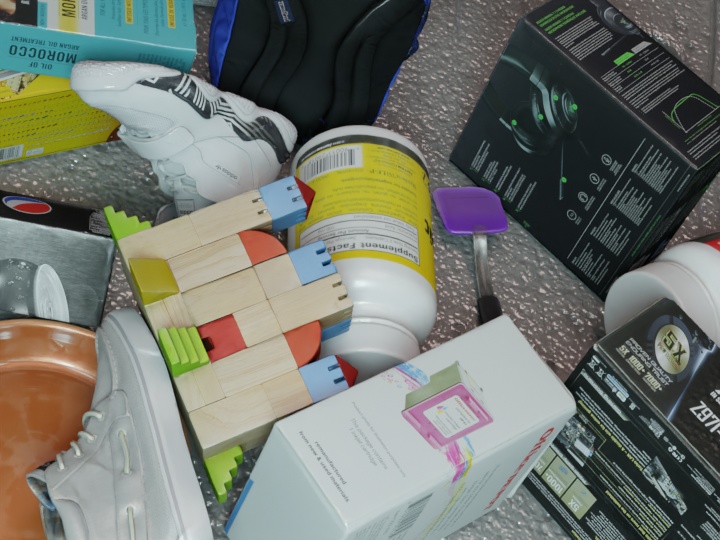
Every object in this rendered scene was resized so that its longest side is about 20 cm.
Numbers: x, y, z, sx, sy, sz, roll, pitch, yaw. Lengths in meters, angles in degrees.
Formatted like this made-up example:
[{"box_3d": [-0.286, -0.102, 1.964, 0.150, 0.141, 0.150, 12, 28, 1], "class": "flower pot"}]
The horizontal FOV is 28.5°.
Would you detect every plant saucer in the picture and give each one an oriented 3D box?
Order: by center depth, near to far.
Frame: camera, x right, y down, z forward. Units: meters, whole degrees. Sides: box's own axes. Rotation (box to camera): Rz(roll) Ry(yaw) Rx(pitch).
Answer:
[{"box_3d": [-0.210, 0.122, 0.916, 0.199, 0.032, 0.201, 12, 50, -14], "class": "plant saucer"}]

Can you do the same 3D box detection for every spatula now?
[{"box_3d": [0.101, 0.006, 1.139, 0.056, 0.021, 0.201, -3, 56, -9], "class": "spatula"}]

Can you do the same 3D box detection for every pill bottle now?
[{"box_3d": [0.000, 0.000, 1.045, 0.111, 0.111, 0.201, 11, 51, -14], "class": "pill bottle"}, {"box_3d": [0.302, 0.023, 1.146, 0.199, 0.114, 0.114, -16, 60, -32], "class": "pill bottle"}]

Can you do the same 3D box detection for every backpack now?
[{"box_3d": [-0.035, -0.209, 1.141, 0.162, 0.201, 0.168, 9, 41, -12], "class": "backpack"}]

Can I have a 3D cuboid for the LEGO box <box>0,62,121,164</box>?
[{"box_3d": [-0.286, -0.161, 1.079, 0.199, 0.077, 0.149, -16, 61, -32], "class": "LEGO box"}]

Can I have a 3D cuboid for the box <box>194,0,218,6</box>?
[{"box_3d": [-0.101, -0.310, 1.249, 0.199, 0.115, 0.133, 3, 54, -19], "class": "box"}]

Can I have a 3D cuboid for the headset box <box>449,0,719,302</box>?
[{"box_3d": [0.186, -0.110, 1.166, 0.200, 0.174, 0.093, 43, 51, 16], "class": "headset box"}]

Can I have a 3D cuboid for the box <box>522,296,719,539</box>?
[{"box_3d": [0.220, 0.149, 0.980, 0.086, 0.164, 0.200, -28, 66, -36], "class": "box"}]

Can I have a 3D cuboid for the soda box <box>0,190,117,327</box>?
[{"box_3d": [-0.269, -0.019, 0.966, 0.199, 0.071, 0.063, 11, 17, -13], "class": "soda box"}]

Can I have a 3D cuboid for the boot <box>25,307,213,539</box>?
[{"box_3d": [-0.161, 0.110, 0.879, 0.095, 0.074, 0.201, -10, 50, -19], "class": "boot"}]

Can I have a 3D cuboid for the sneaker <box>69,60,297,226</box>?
[{"box_3d": [-0.132, -0.078, 1.029, 0.199, 0.075, 0.116, 17, 84, -47], "class": "sneaker"}]

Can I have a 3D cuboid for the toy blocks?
[{"box_3d": [-0.068, 0.030, 0.928, 0.136, 0.100, 0.201, -21, 71, -13], "class": "toy blocks"}]

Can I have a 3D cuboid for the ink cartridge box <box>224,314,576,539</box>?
[{"box_3d": [0.026, 0.129, 0.929, 0.199, 0.145, 0.085, -21, 64, -34], "class": "ink cartridge box"}]

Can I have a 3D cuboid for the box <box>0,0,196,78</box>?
[{"box_3d": [-0.224, -0.188, 1.041, 0.199, 0.049, 0.083, 6, 52, -20], "class": "box"}]
